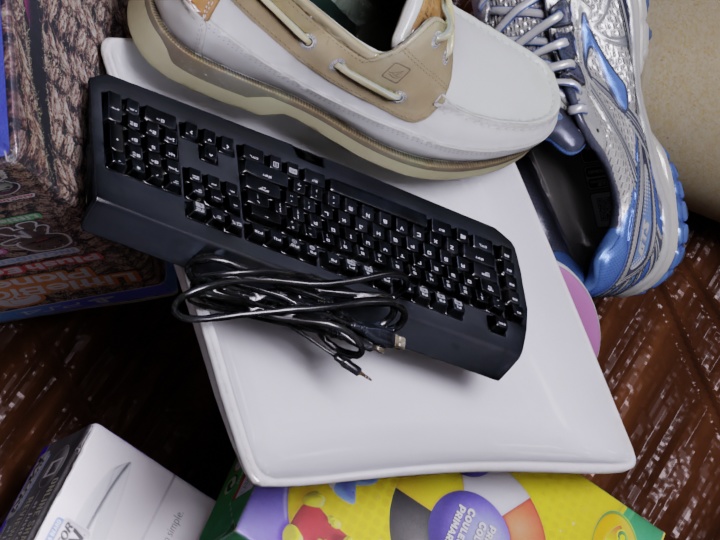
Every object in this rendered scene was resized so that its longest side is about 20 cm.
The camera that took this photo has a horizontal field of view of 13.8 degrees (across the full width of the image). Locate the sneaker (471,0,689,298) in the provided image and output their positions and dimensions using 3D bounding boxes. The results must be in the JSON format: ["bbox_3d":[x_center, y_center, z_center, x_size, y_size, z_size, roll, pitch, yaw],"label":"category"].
[{"bbox_3d":[0.087,-0.080,1.303,0.085,0.077,0.201,-26,97,-59],"label":"sneaker"}]

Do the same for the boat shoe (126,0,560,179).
[{"bbox_3d":[0.008,-0.092,1.194,0.199,0.068,0.075,11,50,-35],"label":"boat shoe"}]

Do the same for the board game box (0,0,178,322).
[{"bbox_3d":[-0.150,-0.082,1.166,0.096,0.200,0.161,-9,75,11],"label":"board game box"}]

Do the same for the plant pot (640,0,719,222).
[{"bbox_3d":[0.212,-0.088,1.398,0.198,0.187,0.189,4,72,-12],"label":"plant pot"}]

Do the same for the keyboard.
[{"bbox_3d":[-0.012,-0.013,1.138,0.199,0.040,0.105,19,47,-27],"label":"keyboard"}]

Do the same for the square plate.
[{"bbox_3d":[0.000,0.000,1.188,0.199,0.028,0.199,1,57,-40],"label":"square plate"}]

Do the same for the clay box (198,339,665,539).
[{"bbox_3d":[0.040,0.118,1.200,0.199,0.048,0.115,34,55,-14],"label":"clay box"}]

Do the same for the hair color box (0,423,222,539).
[{"bbox_3d":[-0.061,0.163,1.194,0.200,0.065,0.110,36,64,-16],"label":"hair color box"}]

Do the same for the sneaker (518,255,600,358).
[{"bbox_3d":[0.011,0.068,1.288,0.200,0.088,0.081,-44,118,-10],"label":"sneaker"}]
